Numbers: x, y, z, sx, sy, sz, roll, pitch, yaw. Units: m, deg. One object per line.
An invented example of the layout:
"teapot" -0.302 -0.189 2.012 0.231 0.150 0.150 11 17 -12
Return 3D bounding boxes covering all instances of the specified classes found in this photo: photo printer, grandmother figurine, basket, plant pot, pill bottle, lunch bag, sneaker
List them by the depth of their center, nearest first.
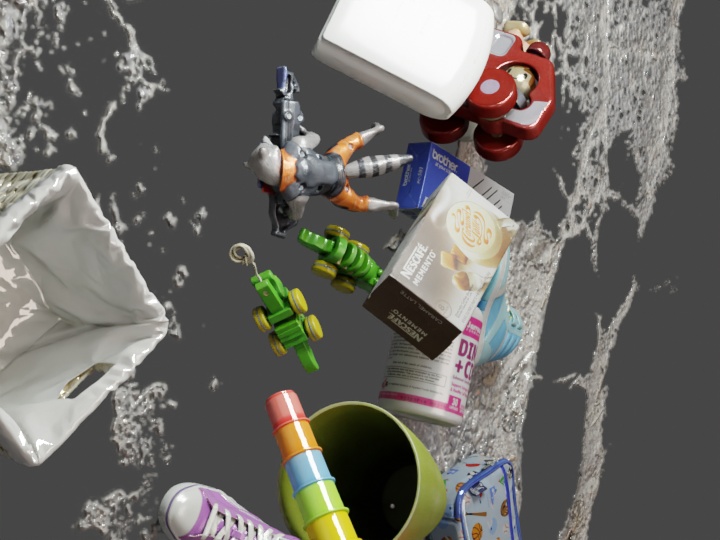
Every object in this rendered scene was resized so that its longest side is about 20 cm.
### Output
"basket" -0.321 0.037 1.180 0.198 0.160 0.201 -49 125 -34
"sneaker" -0.127 0.296 1.450 0.200 0.114 0.073 36 68 -42
"photo printer" 0.060 -0.287 1.576 0.199 0.069 0.167 27 69 -6
"plant pot" 0.026 0.270 1.592 0.200 0.186 0.189 31 70 -60
"pill bottle" 0.096 0.094 1.682 0.113 0.113 0.201 24 75 -46
"sneaker" 0.182 0.038 1.790 0.130 0.079 0.201 -1 113 -49
"grandmother figurine" 0.189 -0.254 1.808 0.121 0.061 0.200 42 62 -10
"lunch bag" 0.166 0.359 1.811 0.160 0.075 0.202 -20 109 -48

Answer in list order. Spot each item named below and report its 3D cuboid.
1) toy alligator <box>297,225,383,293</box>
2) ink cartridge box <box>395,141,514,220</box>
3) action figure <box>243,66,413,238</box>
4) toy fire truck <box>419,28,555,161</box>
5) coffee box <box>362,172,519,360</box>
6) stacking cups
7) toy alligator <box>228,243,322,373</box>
"toy alligator" 0.000 0.000 1.601 0.200 0.054 0.060 38 67 -43
"ink cartridge box" 0.130 -0.094 1.759 0.199 0.044 0.095 26 72 -45
"action figure" -0.045 -0.142 1.509 0.192 0.104 0.202 -6 93 -34
"toy fire truck" 0.164 -0.247 1.679 0.168 0.199 0.112 -57 151 -23
"coffee box" 0.100 -0.007 1.586 0.114 0.080 0.200 37 50 -4
"stacking cups" -0.063 0.234 1.491 0.060 0.060 0.201 2 56 -48
"toy alligator" -0.098 0.034 1.512 0.201 0.059 0.054 61 10 -30
